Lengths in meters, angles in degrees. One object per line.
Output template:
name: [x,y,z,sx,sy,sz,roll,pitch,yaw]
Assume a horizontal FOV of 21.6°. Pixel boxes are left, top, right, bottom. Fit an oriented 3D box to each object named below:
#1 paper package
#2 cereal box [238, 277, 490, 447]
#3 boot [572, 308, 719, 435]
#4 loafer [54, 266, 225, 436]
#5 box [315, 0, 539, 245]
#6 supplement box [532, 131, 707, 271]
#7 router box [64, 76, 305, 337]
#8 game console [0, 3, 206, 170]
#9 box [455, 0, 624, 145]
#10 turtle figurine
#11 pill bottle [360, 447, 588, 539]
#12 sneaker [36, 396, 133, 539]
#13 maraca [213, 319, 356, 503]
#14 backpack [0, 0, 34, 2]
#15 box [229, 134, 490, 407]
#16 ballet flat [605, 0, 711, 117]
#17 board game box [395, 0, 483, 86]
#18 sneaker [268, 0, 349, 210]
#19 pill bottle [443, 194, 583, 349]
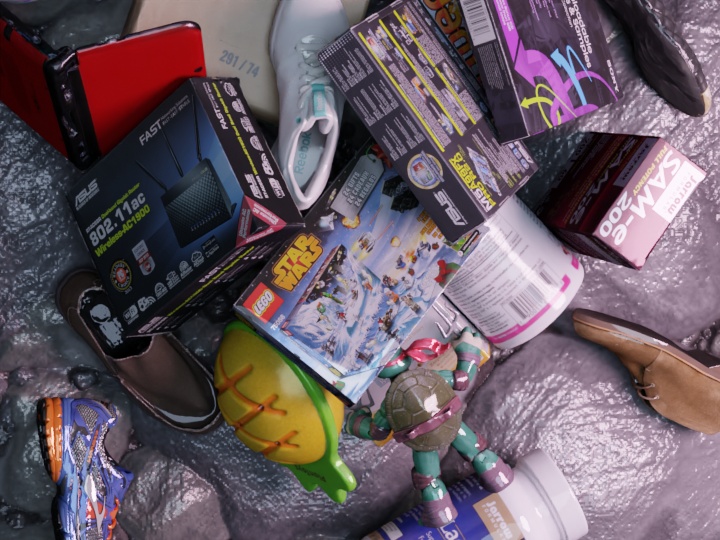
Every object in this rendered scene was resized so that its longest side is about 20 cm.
paper package: [-0.103,-0.239,1.702,0.200,0.103,0.191,18,93,-13]
cereal box: [0.003,0.050,1.761,0.144,0.040,0.200,-41,103,17]
boot: [0.285,0.098,1.833,0.200,0.074,0.076,26,100,-15]
loafer: [-0.201,0.081,1.727,0.200,0.071,0.073,42,86,-12]
box: [0.062,-0.137,1.642,0.044,0.160,0.200,-34,95,30]
supplement box: [0.232,-0.067,1.736,0.061,0.200,0.109,35,87,-13]
router box: [-0.156,-0.054,1.646,0.062,0.200,0.150,-5,64,-50]
game console: [-0.233,-0.181,1.622,0.172,0.200,0.119,40,73,13]
box: [0.167,-0.204,1.725,0.036,0.200,0.143,-15,96,34]
turtle figurine: [0.054,0.127,1.708,0.150,0.101,0.200,-25,104,10]
pill bottle: [0.108,0.257,1.785,0.200,0.116,0.116,-30,100,-8]
sneaker: [-0.244,0.210,1.732,0.078,0.075,0.200,-10,99,-14]
maraca: [-0.066,0.128,1.721,0.107,0.137,0.200,-36,120,-25]
backpack: [-0.296,-0.295,1.612,0.167,0.200,0.127,-4,94,9]
box: [0.000,0.000,1.651,0.137,0.040,0.200,39,76,-1]
ballet flat: [0.283,-0.235,1.803,0.057,0.066,0.200,-43,107,-32]
board game box: [0.102,-0.243,1.754,0.135,0.034,0.200,-30,101,-31]
sneaker: [-0.040,-0.151,1.627,0.075,0.088,0.200,3,94,-10]
pill bottle: [0.103,-0.033,1.758,0.113,0.113,0.200,-45,102,-4]
